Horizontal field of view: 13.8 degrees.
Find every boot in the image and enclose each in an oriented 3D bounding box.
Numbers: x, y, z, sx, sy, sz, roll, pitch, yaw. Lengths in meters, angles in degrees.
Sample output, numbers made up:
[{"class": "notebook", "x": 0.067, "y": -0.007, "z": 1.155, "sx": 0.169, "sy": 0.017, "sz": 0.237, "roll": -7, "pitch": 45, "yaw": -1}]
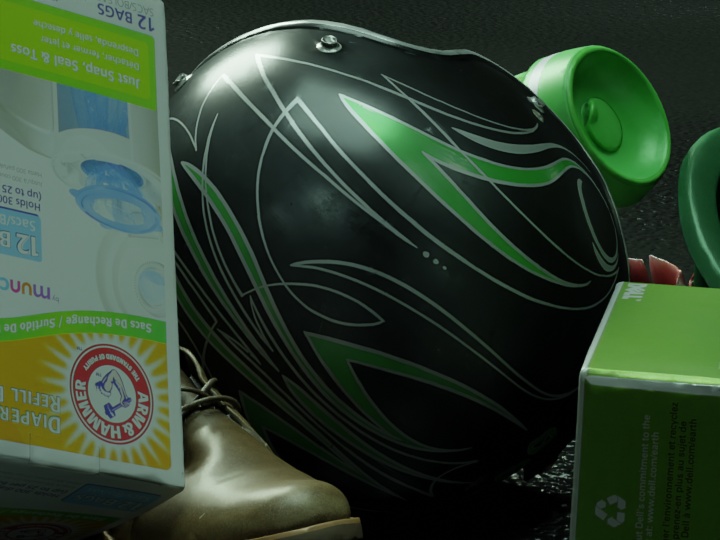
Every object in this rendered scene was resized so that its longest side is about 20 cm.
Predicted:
[{"class": "boot", "x": -0.067, "y": 0.071, "z": 1.123, "sx": 0.073, "sy": 0.076, "sz": 0.200, "roll": -5, "pitch": 6, "yaw": -31}]

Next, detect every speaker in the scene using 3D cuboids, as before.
[{"class": "speaker", "x": 0.057, "y": -0.038, "z": 1.463, "sx": 0.199, "sy": 0.089, "sz": 0.088, "roll": -28, "pitch": -9, "yaw": 41}]

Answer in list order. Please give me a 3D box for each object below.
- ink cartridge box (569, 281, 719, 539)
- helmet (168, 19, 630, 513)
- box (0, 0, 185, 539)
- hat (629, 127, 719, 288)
[{"class": "ink cartridge box", "x": 0.125, "y": 0.023, "z": 1.126, "sx": 0.075, "sy": 0.202, "sz": 0.148, "roll": 3, "pitch": 13, "yaw": 10}, {"class": "helmet", "x": 0.000, "y": 0.000, "z": 1.221, "sx": 0.199, "sy": 0.202, "sz": 0.190, "roll": 12, "pitch": 5, "yaw": 41}, {"class": "box", "x": -0.140, "y": -0.005, "z": 1.105, "sx": 0.112, "sy": 0.201, "sz": 0.101, "roll": 14, "pitch": -28, "yaw": -37}, {"class": "hat", "x": 0.187, "y": 0.039, "z": 1.462, "sx": 0.165, "sy": 0.176, "sz": 0.201, "roll": 17, "pitch": 42, "yaw": -19}]
